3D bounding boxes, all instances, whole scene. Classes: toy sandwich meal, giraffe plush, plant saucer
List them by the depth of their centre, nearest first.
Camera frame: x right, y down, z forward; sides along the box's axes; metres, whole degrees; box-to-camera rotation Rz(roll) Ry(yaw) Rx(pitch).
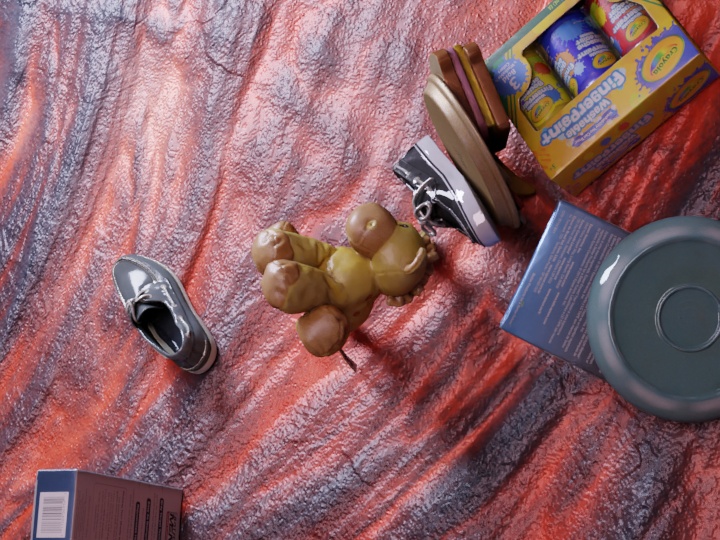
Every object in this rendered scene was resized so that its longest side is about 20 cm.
[{"bbox_3d":[0.319,0.047,1.514,0.198,0.027,0.203,0,88,7],"label":"plant saucer"},{"bbox_3d":[0.132,-0.141,1.641,0.070,0.205,0.206,-30,62,-2],"label":"toy sandwich meal"},{"bbox_3d":[0.000,0.000,1.685,0.162,0.200,0.173,-35,37,13],"label":"giraffe plush"}]

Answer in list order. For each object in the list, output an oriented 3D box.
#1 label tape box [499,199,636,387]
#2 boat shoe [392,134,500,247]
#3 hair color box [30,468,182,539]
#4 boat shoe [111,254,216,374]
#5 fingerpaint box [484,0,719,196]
[{"bbox_3d":[0.259,0.037,1.568,0.199,0.063,0.145,27,91,8],"label":"label tape box"},{"bbox_3d":[0.085,-0.075,1.665,0.068,0.074,0.200,-35,42,2],"label":"boat shoe"},{"bbox_3d":[-0.284,0.285,1.759,0.060,0.200,0.101,-4,74,29],"label":"hair color box"},{"bbox_3d":[-0.248,0.044,1.883,0.073,0.062,0.200,-49,58,11],"label":"boat shoe"},{"bbox_3d":[0.247,-0.209,1.644,0.200,0.073,0.168,-40,60,17],"label":"fingerpaint box"}]
